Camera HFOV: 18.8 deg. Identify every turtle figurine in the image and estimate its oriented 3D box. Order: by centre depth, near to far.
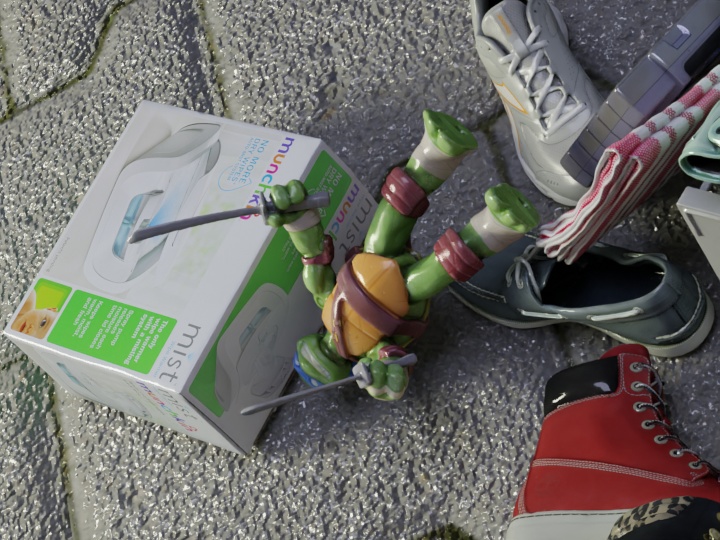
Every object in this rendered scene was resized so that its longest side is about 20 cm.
[{"bbox_3d":[0.000,0.000,1.332,0.194,0.200,0.144,-47,36,19],"label":"turtle figurine"}]

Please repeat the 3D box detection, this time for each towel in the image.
[{"bbox_3d":[0.196,-0.091,1.302,0.200,0.146,0.030,-39,81,-26],"label":"towel"}]

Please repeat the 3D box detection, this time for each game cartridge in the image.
[{"bbox_3d":[0.211,-0.143,1.350,0.038,0.130,0.200,44,70,1],"label":"game cartridge"}]

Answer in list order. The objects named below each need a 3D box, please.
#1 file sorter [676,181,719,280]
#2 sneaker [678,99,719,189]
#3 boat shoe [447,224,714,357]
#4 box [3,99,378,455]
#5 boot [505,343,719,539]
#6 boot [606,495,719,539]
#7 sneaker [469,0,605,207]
[{"bbox_3d":[0.310,-0.027,1.227,0.199,0.139,0.125,17,67,37],"label":"file sorter"},{"bbox_3d":[0.209,-0.113,1.191,0.118,0.074,0.201,-28,53,-6],"label":"sneaker"},{"bbox_3d":[0.126,0.000,1.367,0.199,0.062,0.073,17,71,38],"label":"boat shoe"},{"bbox_3d":[-0.112,0.003,1.487,0.176,0.097,0.201,16,68,39],"label":"box"},{"bbox_3d":[0.186,0.105,1.260,0.199,0.072,0.145,-2,58,34],"label":"boot"},{"bbox_3d":[0.179,0.166,1.098,0.203,0.074,0.154,-18,19,37],"label":"boot"},{"bbox_3d":[0.114,-0.128,1.438,0.076,0.092,0.200,-32,50,8],"label":"sneaker"}]
